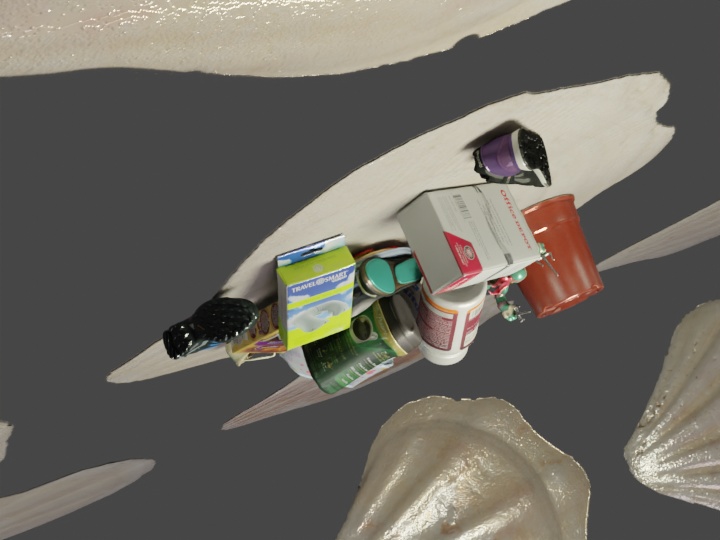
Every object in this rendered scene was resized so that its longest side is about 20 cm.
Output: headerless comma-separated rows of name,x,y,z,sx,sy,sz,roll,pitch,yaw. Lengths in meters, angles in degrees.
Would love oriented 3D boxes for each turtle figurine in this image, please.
turtle figurine,0.269,0.001,1.709,0.150,0.101,0.200,-55,-161,0

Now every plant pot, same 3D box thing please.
plant pot,0.383,-0.021,1.925,0.200,0.196,0.201,-22,167,-5

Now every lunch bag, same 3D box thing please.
lunch bag,-0.053,0.161,2.045,0.199,0.128,0.170,14,149,-28

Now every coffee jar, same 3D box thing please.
coffee jar,0.004,0.125,1.643,0.200,0.105,0.085,-29,143,11

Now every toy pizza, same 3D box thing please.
toy pizza,0.000,0.000,1.698,0.200,0.032,0.200,-23,166,-6

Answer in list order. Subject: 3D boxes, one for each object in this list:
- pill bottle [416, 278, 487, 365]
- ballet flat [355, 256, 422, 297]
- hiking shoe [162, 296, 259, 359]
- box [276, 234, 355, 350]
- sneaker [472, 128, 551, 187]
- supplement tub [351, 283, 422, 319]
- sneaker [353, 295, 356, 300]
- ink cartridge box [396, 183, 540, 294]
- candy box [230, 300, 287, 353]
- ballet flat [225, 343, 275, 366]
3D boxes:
pill bottle,0.160,0.077,1.718,0.114,0.114,0.200,-19,145,-18
ballet flat,0.039,0.015,1.621,0.068,0.068,0.200,-21,170,31
hiking shoe,-0.236,0.085,1.565,0.200,0.075,0.087,-20,179,33
box,-0.072,0.038,1.533,0.122,0.048,0.200,-19,145,-18
sneaker,0.220,-0.160,1.395,0.087,0.076,0.200,-13,169,23
supplement tub,0.053,0.087,1.821,0.132,0.132,0.200,-28,-176,19
sneaker,-0.028,0.123,1.883,0.076,0.115,0.200,-47,172,24
ink cartridge box,0.176,-0.055,1.526,0.200,0.146,0.083,-11,162,-43
candy box,-0.137,0.100,1.718,0.116,0.057,0.200,3,158,-39
ballet flat,-0.165,0.132,1.861,0.199,0.070,0.069,-24,167,-2
